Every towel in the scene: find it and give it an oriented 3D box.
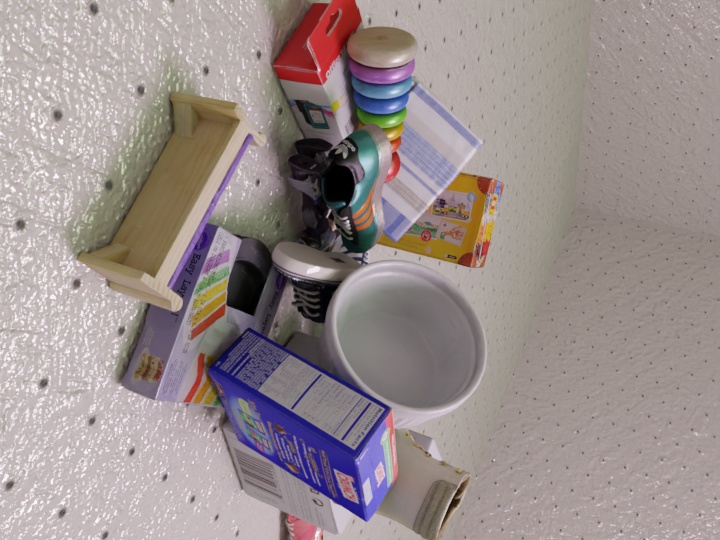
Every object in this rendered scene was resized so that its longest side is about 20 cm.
[{"bbox_3d":[0.062,-0.157,0.936,0.200,0.147,0.024,-49,-165,12],"label":"towel"}]

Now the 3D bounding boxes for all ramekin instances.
[{"bbox_3d":[0.042,0.098,0.803,0.200,0.200,0.105,-55,178,-38],"label":"ramekin"}]

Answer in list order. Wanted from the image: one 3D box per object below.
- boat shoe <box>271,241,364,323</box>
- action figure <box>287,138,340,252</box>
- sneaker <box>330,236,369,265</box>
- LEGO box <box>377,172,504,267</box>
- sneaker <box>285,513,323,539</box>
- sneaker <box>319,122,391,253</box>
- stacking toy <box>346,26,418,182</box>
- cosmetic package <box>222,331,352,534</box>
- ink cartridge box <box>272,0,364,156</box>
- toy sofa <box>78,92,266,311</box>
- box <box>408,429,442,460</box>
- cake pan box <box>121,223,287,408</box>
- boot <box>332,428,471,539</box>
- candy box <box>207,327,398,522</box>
[{"bbox_3d":[-0.060,0.024,0.835,0.093,0.075,0.200,-61,153,10],"label":"boat shoe"},{"bbox_3d":[-0.059,-0.074,0.890,0.200,0.069,0.130,85,28,-42],"label":"action figure"},{"bbox_3d":[0.000,0.000,1.011,0.200,0.108,0.070,-58,152,-35],"label":"sneaker"},{"bbox_3d":[0.124,-0.099,1.115,0.077,0.200,0.149,-1,105,-65],"label":"LEGO box"},{"bbox_3d":[-0.101,0.424,1.114,0.087,0.074,0.200,23,97,-26],"label":"sneaker"},{"bbox_3d":[-0.016,-0.089,0.817,0.080,0.071,0.200,-29,147,-27],"label":"sneaker"},{"bbox_3d":[0.024,-0.199,0.831,0.085,0.085,0.200,-52,154,-42],"label":"stacking toy"},{"bbox_3d":[-0.062,0.227,0.938,0.200,0.165,0.165,-53,148,-41],"label":"cosmetic package"},{"bbox_3d":[-0.040,-0.251,0.826,0.116,0.067,0.200,-64,154,-24],"label":"ink cartridge box"},{"bbox_3d":[-0.170,-0.063,0.632,0.200,0.083,0.098,-67,154,-18],"label":"toy sofa"},{"bbox_3d":[0.032,0.338,1.168,0.106,0.200,0.152,-63,155,-25],"label":"box"},{"bbox_3d":[-0.166,0.055,0.752,0.184,0.052,0.200,43,64,-67],"label":"cake pan box"},{"bbox_3d":[0.071,0.232,0.835,0.200,0.154,0.072,-58,150,-33],"label":"boot"},{"bbox_3d":[-0.060,0.176,0.739,0.077,0.200,0.169,-48,151,-31],"label":"candy box"}]
